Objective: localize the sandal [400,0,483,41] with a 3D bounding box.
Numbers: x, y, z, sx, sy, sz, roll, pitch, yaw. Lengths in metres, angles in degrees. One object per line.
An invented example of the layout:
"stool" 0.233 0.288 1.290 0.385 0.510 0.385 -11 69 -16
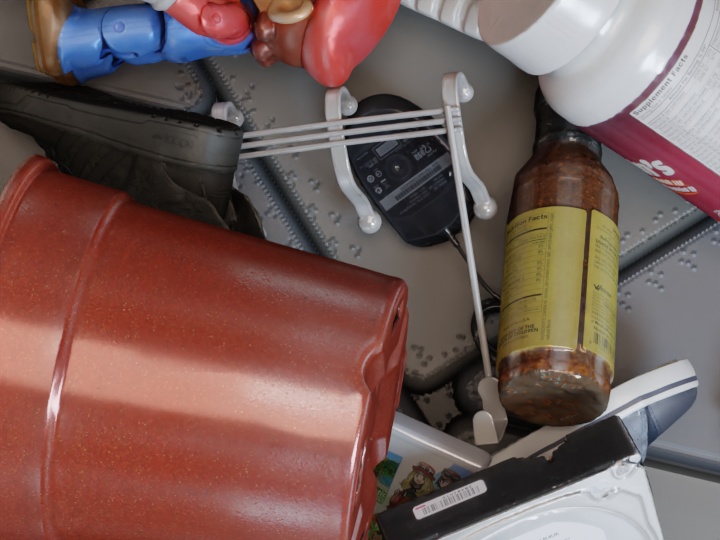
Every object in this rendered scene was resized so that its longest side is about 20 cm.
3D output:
"sandal" 0.025 -0.189 1.559 0.203 0.050 0.082 40 101 13

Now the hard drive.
"hard drive" 0.099 0.177 1.474 0.140 0.200 0.038 -22 44 -3

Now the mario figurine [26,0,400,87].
"mario figurine" -0.076 -0.155 1.510 0.200 0.124 0.106 -6 120 5

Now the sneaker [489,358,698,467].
"sneaker" 0.107 0.124 1.525 0.200 0.078 0.079 -30 83 7

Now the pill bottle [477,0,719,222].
"pill bottle" 0.166 -0.109 1.492 0.200 0.110 0.110 31 85 -25

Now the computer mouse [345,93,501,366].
"computer mouse" 0.060 -0.015 1.557 0.059 0.034 0.200 -33 95 20

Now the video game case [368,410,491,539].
"video game case" -0.053 0.136 1.500 0.200 0.022 0.182 25 113 5

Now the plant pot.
"plant pot" -0.084 0.059 1.370 0.195 0.201 0.201 11 85 6

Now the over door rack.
"over door rack" 0.000 0.000 1.516 0.148 0.067 0.200 -7 88 17

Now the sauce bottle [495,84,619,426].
"sauce bottle" 0.111 -0.014 1.510 0.066 0.066 0.200 9 58 -1

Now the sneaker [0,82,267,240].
"sneaker" -0.127 -0.039 1.508 0.200 0.060 0.104 14 102 33
